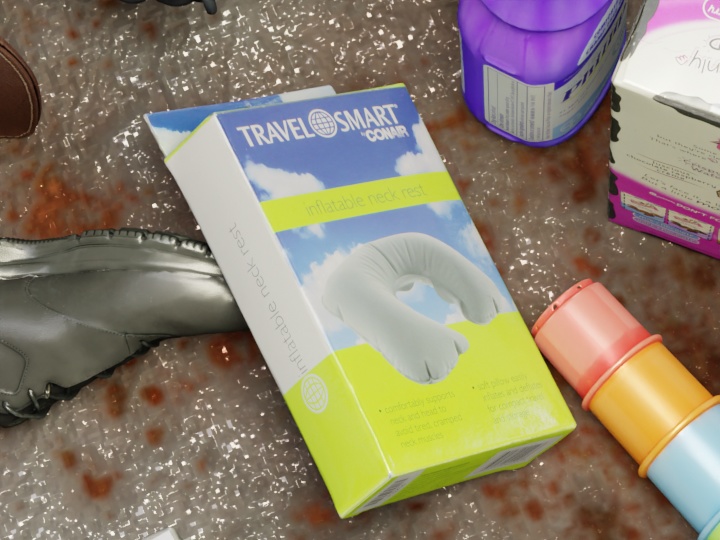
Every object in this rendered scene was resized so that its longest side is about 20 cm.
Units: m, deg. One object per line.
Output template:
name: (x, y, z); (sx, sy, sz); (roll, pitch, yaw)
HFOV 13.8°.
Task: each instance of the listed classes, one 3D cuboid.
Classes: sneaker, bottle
sneaker: (-0.132, 0.025, 1.318); (0.199, 0.076, 0.091); (1, 85, 11)
bottle: (0.079, -0.117, 1.265); (0.065, 0.200, 0.084); (28, 78, 10)

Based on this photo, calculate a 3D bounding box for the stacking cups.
stacking cups: (0.149, 0.089, 1.280); (0.060, 0.061, 0.200); (-43, 75, -7)

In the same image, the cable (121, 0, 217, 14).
cable: (-0.126, -0.189, 1.271); (0.200, 0.163, 0.051); (57, 46, -12)

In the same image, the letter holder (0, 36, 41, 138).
letter holder: (-0.207, -0.125, 1.279); (0.142, 0.200, 0.101); (4, 81, -1)

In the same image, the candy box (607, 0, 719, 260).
candy box: (0.176, -0.051, 1.241); (0.136, 0.200, 0.061); (20, 78, 9)

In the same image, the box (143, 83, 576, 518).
box: (0.000, 0.000, 1.287); (0.122, 0.048, 0.200); (-12, 69, -44)

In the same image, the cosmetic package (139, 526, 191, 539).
cosmetic package: (-0.069, 0.217, 1.238); (0.090, 0.107, 0.200); (-27, 73, -3)
